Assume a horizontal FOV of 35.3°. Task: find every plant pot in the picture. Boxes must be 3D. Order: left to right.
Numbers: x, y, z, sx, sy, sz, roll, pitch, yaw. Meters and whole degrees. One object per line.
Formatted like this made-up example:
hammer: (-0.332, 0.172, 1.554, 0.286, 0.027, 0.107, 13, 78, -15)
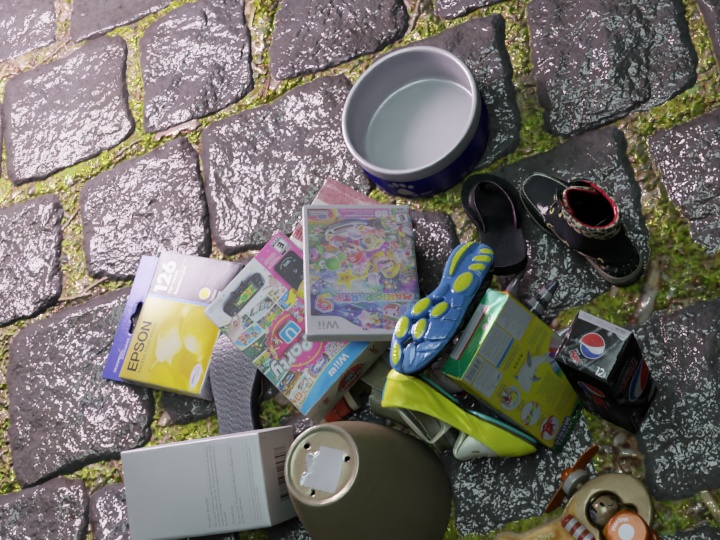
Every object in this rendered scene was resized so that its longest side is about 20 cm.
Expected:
plant pot: (-0.008, 0.255, 1.337, 0.185, 0.200, 0.190, -9, 64, 18)

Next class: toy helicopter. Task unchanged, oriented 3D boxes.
toy helicopter: (0.236, 0.287, 1.294, 0.198, 0.079, 0.134, -24, 59, 16)

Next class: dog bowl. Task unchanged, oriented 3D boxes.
dog bowl: (0.078, -0.207, 1.579, 0.198, 0.079, 0.203, -9, 64, 19)

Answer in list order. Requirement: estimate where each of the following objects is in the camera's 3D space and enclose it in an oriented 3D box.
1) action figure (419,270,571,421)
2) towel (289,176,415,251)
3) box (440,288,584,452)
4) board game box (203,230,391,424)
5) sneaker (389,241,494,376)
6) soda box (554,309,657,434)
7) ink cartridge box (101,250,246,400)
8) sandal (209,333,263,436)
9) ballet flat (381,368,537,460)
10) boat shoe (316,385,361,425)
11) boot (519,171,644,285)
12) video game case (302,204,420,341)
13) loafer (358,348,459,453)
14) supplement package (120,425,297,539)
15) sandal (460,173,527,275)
action figure: (0.151, 0.072, 1.389, 0.193, 0.105, 0.200, -39, 82, -18)
towel: (-0.035, -0.010, 1.492, 0.143, 0.023, 0.201, 29, 81, 23)
box: (0.196, 0.122, 1.329, 0.118, 0.199, 0.048, -58, 30, -9)
board game box: (-0.078, 0.070, 1.430, 0.200, 0.064, 0.148, 42, 86, 23)
sneaker: (0.105, 0.054, 1.325, 0.070, 0.083, 0.200, 15, 50, 31)
soda box: (0.280, 0.118, 1.276, 0.070, 0.200, 0.064, 24, 78, 29)
ink cartridge box: (-0.272, 0.073, 1.623, 0.198, 0.047, 0.200, 8, 72, 23)
sandal: (-0.164, 0.172, 1.536, 0.075, 0.043, 0.203, -6, 76, 20)
ballet flat: (0.111, 0.182, 1.332, 0.199, 0.067, 0.068, 31, 82, -6)
boat shoe: (-0.062, 0.110, 1.505, 0.062, 0.071, 0.202, -30, 63, 11)
boot: (0.263, -0.082, 1.400, 0.073, 0.154, 0.204, -43, 59, -1)
video game case: (0.000, 0.000, 1.407, 0.141, 0.018, 0.202, 0, 53, -5)
loafer: (0.051, 0.166, 1.428, 0.070, 0.075, 0.200, -44, 52, -1)
supplement package: (-0.187, 0.271, 1.438, 0.197, 0.117, 0.119, -10, 84, 18)
sandal: (0.177, -0.075, 1.464, 0.074, 0.048, 0.202, -13, 40, 1)
